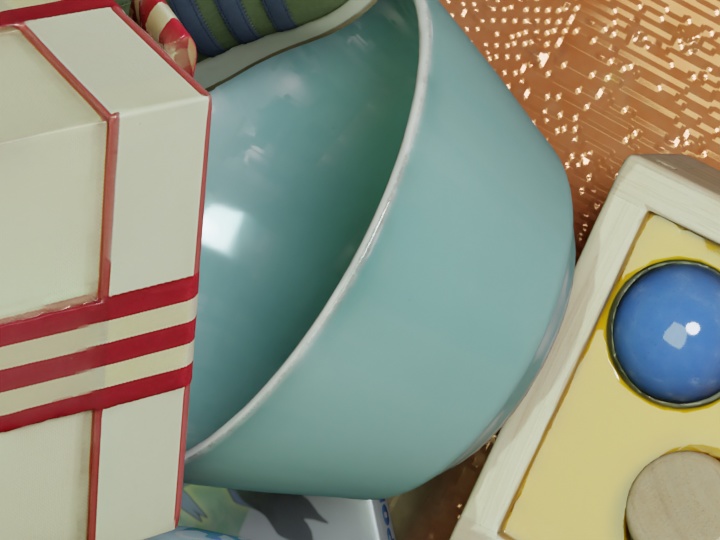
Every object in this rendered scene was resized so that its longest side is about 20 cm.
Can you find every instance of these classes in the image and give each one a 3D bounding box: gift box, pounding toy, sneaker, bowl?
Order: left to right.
[{"bbox_3d":[-0.153,-0.023,0.792,0.200,0.186,0.185,50,142,40],"label":"gift box"},{"bbox_3d":[-0.056,-0.112,0.870,0.200,0.090,0.067,-28,61,50],"label":"sneaker"},{"bbox_3d":[0.000,0.000,0.895,0.105,0.201,0.201,28,104,-26],"label":"bowl"},{"bbox_3d":[0.139,0.087,0.894,0.184,0.142,0.200,27,100,15],"label":"pounding toy"}]

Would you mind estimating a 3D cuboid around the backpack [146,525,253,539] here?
[{"bbox_3d":[-0.049,0.156,0.906,0.163,0.200,0.154,11,61,-10],"label":"backpack"}]

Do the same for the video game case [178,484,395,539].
[{"bbox_3d":[-0.084,0.112,1.027,0.199,0.022,0.183,-13,89,17],"label":"video game case"}]
